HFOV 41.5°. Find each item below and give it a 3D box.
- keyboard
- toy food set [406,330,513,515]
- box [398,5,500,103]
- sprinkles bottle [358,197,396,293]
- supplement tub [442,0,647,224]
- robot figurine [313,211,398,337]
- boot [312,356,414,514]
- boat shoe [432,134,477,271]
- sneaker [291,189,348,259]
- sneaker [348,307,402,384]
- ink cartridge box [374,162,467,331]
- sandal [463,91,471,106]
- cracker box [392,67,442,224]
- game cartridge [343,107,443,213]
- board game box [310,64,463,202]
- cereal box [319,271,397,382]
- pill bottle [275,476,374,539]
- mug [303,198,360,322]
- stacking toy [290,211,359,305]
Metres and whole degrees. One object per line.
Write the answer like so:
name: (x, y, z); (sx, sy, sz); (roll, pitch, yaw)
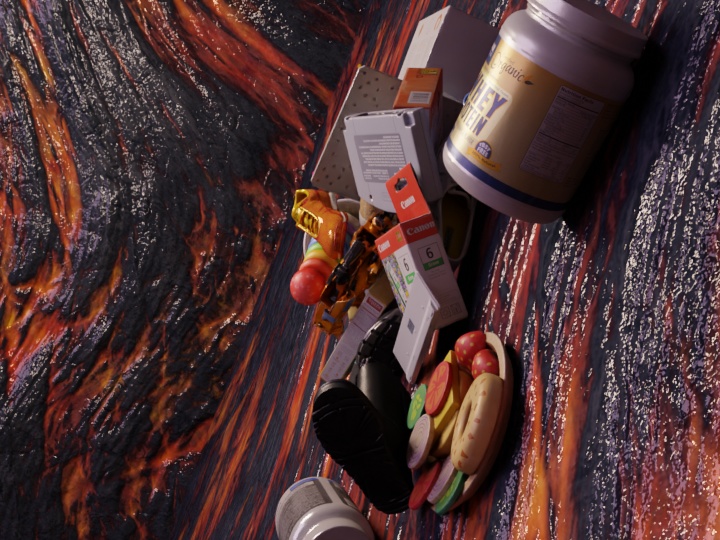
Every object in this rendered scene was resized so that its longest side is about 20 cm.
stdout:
keyboard: (0.068, 0.076, 1.193); (0.201, 0.010, 0.057); (102, 148, -56)
toy food set: (0.101, 0.160, 1.004); (0.202, 0.048, 0.200); (-88, 21, -54)
box: (0.137, -0.337, 1.533); (0.200, 0.096, 0.127); (-138, 69, -78)
sprinkles bottle: (0.028, -0.049, 1.471); (0.069, 0.067, 0.203); (-86, -1, -54)
supplement tub: (0.181, -0.166, 0.943); (0.145, 0.142, 0.203); (-94, 26, -63)
robot figurine: (0.000, 0.000, 1.360); (0.145, 0.058, 0.201); (-48, -9, -44)
boot: (0.011, 0.162, 1.095); (0.072, 0.200, 0.164); (-22, 28, 17)
boat shoe: (0.127, -0.098, 1.242); (0.086, 0.073, 0.206); (138, 148, -66)
sneaker: (-0.062, -0.067, 1.410); (0.200, 0.075, 0.075); (-126, 43, -67)
sneaker: (0.020, 0.128, 1.364); (0.080, 0.074, 0.202); (-87, 21, -62)
ink cartridge box: (0.063, -0.022, 1.200); (0.204, 0.050, 0.109); (70, 162, 3)
sandal: (0.163, -0.195, 1.188); (0.080, 0.086, 0.200); (-56, 12, -3)
cracker box: (0.085, -0.169, 1.358); (0.135, 0.056, 0.203); (-72, -17, -54)
game cartridge: (0.043, -0.145, 1.268); (0.199, 0.040, 0.136); (15, 118, 63)
board game box: (0.047, -0.192, 1.449); (0.202, 0.196, 0.026); (-64, 23, 25)
cereal box: (0.019, 0.070, 1.423); (0.144, 0.039, 0.201); (-45, -12, -49)
pill bottle: (-0.043, 0.341, 1.204); (0.200, 0.112, 0.116); (-169, 99, -78)
mug: (-0.026, -0.021, 1.642); (0.153, 0.147, 0.190); (49, -114, -86)
stacking toy: (-0.057, -0.014, 1.463); (0.086, 0.084, 0.201); (-62, -2, 32)
